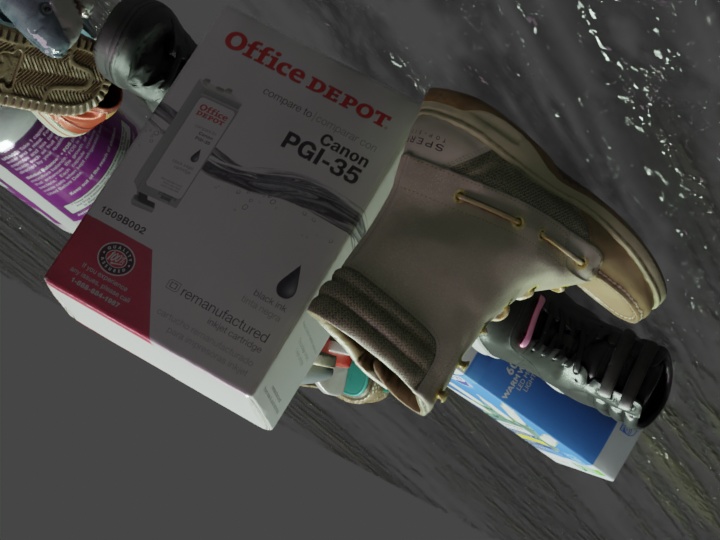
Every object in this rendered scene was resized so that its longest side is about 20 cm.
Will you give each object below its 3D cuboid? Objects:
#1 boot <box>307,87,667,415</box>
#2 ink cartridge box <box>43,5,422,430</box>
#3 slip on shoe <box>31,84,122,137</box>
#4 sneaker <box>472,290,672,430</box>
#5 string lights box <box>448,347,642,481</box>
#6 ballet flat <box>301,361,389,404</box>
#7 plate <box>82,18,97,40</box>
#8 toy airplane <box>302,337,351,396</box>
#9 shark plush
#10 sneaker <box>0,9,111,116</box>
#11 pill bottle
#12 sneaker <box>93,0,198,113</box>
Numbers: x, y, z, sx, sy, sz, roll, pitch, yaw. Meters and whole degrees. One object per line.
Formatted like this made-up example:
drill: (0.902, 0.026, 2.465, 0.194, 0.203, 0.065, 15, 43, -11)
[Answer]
boot: (0.072, 0.014, 0.986, 0.200, 0.155, 0.072, 38, 168, -33)
ink cartridge box: (-0.067, -0.033, 1.039, 0.146, 0.201, 0.083, 28, 166, 14)
slip on shoe: (-0.245, -0.172, 1.294, 0.061, 0.074, 0.200, -15, 138, 29)
sneaker: (0.146, 0.048, 1.198, 0.099, 0.071, 0.200, 20, 171, 39)
string lights box: (0.127, 0.092, 1.469, 0.199, 0.059, 0.103, 35, 170, -20)
ballet flat: (-0.043, 0.106, 2.019, 0.199, 0.071, 0.065, 27, -176, 39)
plate: (-0.248, -0.212, 1.138, 0.199, 0.026, 0.200, 33, 180, 0)
toy airplane: (-0.095, 0.079, 1.813, 0.198, 0.142, 0.200, 26, 169, 19)
shark plush: (-0.233, -0.207, 1.009, 0.199, 0.084, 0.091, 34, 169, -19)
sneaker: (-0.258, -0.150, 1.094, 0.108, 0.070, 0.199, 32, -167, 39)
pill bottle: (-0.267, -0.121, 1.440, 0.112, 0.113, 0.200, 22, 167, 41)
sneaker: (-0.094, -0.111, 1.152, 0.104, 0.060, 0.200, 29, 175, 15)
